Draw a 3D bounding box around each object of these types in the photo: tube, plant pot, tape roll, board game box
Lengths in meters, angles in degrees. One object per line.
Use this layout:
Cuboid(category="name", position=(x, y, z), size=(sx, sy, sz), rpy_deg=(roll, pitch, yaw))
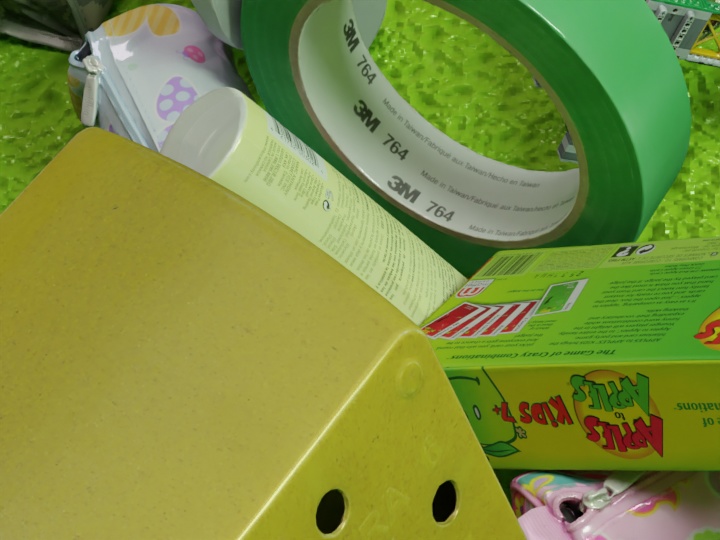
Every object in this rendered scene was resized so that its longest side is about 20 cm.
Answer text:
Cuboid(category="tube", position=(0.000, 0.000, 0.902), size=(0.052, 0.200, 0.058), rpy_deg=(18, 75, 53))
Cuboid(category="plant pot", position=(-0.056, 0.095, 0.785), size=(0.175, 0.201, 0.200), rpy_deg=(13, 52, 40))
Cuboid(category="tape roll", position=(0.043, -0.080, 0.939), size=(0.199, 0.201, 0.048), rpy_deg=(21, 55, 26))
Cuboid(category="board game box", position=(0.113, 0.031, 0.839), size=(0.199, 0.048, 0.102), rpy_deg=(-4, 27, 41))

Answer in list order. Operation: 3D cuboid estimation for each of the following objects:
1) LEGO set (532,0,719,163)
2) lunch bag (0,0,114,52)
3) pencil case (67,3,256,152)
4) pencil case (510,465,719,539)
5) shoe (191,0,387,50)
Cuboid(category="LEGO set", position=(0.146, -0.122, 1.042), size=(0.152, 0.116, 0.201), rpy_deg=(1, 47, -28))
Cuboid(category="lunch bag", position=(-0.176, -0.241, 1.123), size=(0.117, 0.201, 0.165), rpy_deg=(11, 53, 19))
Cuboid(category="pencil case", position=(-0.069, -0.035, 0.996), size=(0.083, 0.091, 0.201), rpy_deg=(-37, 51, 9))
Cuboid(category="pencil case", position=(0.152, 0.080, 0.860), size=(0.199, 0.088, 0.088), rpy_deg=(-25, 50, -12))
Cuboid(category="shoe", position=(-0.060, -0.148, 1.029), size=(0.091, 0.200, 0.072), rpy_deg=(32, 95, 19))
